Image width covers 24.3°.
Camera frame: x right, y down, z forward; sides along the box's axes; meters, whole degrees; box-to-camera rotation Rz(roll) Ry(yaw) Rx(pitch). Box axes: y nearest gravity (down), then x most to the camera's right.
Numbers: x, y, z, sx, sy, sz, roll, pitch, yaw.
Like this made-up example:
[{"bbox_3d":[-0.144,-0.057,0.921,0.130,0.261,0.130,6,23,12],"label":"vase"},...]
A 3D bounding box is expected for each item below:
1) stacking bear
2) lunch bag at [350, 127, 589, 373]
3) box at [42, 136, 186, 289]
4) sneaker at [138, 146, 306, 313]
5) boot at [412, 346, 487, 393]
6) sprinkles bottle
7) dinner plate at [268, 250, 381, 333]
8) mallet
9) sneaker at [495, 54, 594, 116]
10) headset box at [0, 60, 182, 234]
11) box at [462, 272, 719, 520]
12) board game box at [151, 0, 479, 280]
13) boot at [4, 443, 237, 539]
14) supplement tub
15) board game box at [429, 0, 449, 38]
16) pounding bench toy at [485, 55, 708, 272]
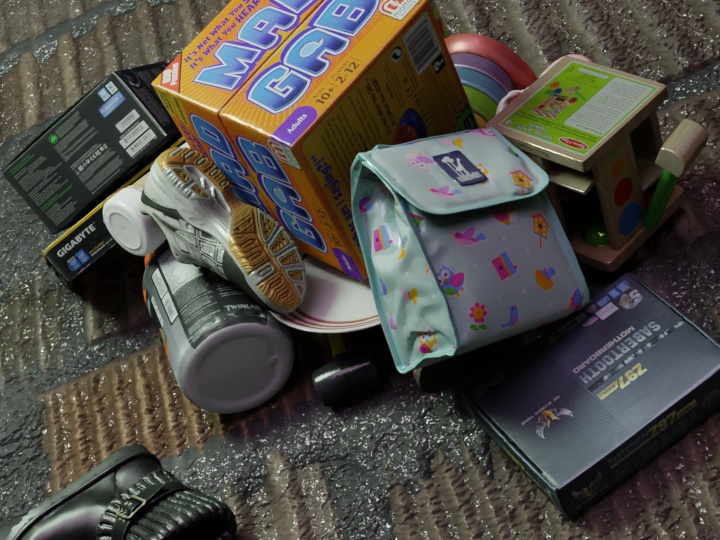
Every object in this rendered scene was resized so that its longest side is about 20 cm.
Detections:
[{"bbox_3d":[0.099,-0.140,1.763,0.121,0.114,0.200,2,55,30],"label":"stacking bear"},{"bbox_3d":[0.090,-0.029,1.511,0.170,0.200,0.122,-15,-6,-34],"label":"lunch bag"},{"bbox_3d":[-0.260,-0.062,1.848,0.200,0.049,0.160,-40,5,-9],"label":"box"},{"bbox_3d":[-0.135,-0.027,1.629,0.200,0.088,0.076,48,39,11],"label":"sneaker"},{"bbox_3d":[0.040,0.032,1.652,0.200,0.064,0.186,15,47,36],"label":"boot"},{"bbox_3d":[-0.176,-0.096,1.735,0.068,0.068,0.200,16,45,38],"label":"sprinkles bottle"},{"bbox_3d":[0.000,0.000,1.644,0.200,0.024,0.200,-12,39,10],"label":"dinner plate"},{"bbox_3d":[-0.023,0.040,1.668,0.066,0.041,0.200,-17,56,12],"label":"mallet"},{"bbox_3d":[0.195,-0.166,1.723,0.075,0.105,0.200,23,62,19],"label":"sneaker"},{"bbox_3d":[-0.275,-0.141,1.858,0.174,0.093,0.200,-39,2,15],"label":"headset box"},{"bbox_3d":[0.214,0.108,1.492,0.200,0.051,0.158,-35,43,-8],"label":"box"},{"bbox_3d":[-0.037,-0.153,1.629,0.200,0.200,0.200,26,66,37],"label":"board game box"},{"bbox_3d":[-0.233,0.262,1.560,0.211,0.079,0.158,-42,43,-15],"label":"boot"},{"bbox_3d":[-0.150,0.041,1.702,0.122,0.123,0.200,-29,41,0],"label":"supplement tub"},{"bbox_3d":[0.053,-0.200,1.846,0.048,0.102,0.200,-5,47,26],"label":"board game box"},{"bbox_3d":[0.245,-0.085,1.583,0.124,0.156,0.200,-41,43,-24],"label":"pounding bench toy"}]
